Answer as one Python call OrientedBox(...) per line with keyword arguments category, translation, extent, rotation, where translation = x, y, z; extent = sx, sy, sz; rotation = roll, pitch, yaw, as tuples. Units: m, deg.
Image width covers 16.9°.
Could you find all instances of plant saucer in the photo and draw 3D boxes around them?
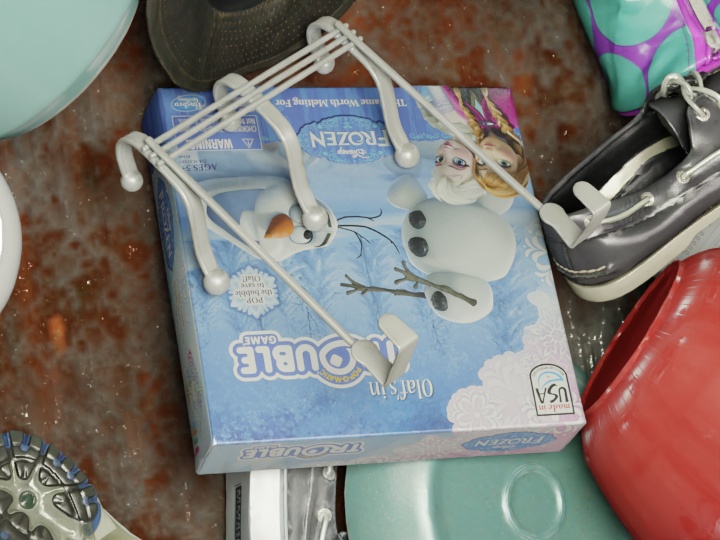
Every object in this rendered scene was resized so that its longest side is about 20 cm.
OrientedBox(category="plant saucer", translation=(0.083, 0.125, 1.283), extent=(0.199, 0.036, 0.201), rotation=(8, 76, -34))

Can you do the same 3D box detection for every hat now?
OrientedBox(category="hat", translation=(-0.060, -0.190, 1.202), extent=(0.081, 0.201, 0.201), rotation=(38, 72, 23))

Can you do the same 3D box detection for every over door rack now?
OrientedBox(category="over door rack", translation=(-0.003, -0.030, 1.183), extent=(0.200, 0.067, 0.148), rotation=(37, 55, 28))

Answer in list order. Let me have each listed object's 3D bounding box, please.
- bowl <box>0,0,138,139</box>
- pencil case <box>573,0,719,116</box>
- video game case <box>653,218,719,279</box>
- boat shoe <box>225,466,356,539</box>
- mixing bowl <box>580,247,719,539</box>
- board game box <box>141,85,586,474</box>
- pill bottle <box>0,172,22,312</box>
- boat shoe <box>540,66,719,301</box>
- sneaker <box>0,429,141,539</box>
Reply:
OrientedBox(category="bowl", translation=(-0.181, -0.139, 1.162), extent=(0.105, 0.200, 0.201), rotation=(42, 74, -34))
OrientedBox(category="pencil case", translation=(0.147, -0.191, 1.317), extent=(0.085, 0.092, 0.201), rotation=(-24, 97, -28))
OrientedBox(category="video game case", translation=(0.259, -0.038, 1.355), extent=(0.182, 0.023, 0.200), rotation=(44, 79, -31))
OrientedBox(category="boat shoe", translation=(-0.033, 0.150, 1.253), extent=(0.067, 0.072, 0.201), rotation=(2, 80, -18))
OrientedBox(category="mixing bowl", translation=(0.183, 0.063, 1.245), extent=(0.108, 0.200, 0.201), rotation=(33, 77, -3))
OrientedBox(category="board game box", translation=(0.000, 0.000, 1.244), extent=(0.199, 0.043, 0.200), rotation=(-2, 66, -20))
OrientedBox(category="pill bottle", translation=(-0.221, -0.011, 1.119), extent=(0.112, 0.200, 0.113), rotation=(1, 87, -20))
OrientedBox(category="boat shoe", translation=(0.175, -0.070, 1.257), extent=(0.200, 0.073, 0.063), rotation=(-42, 126, -5))
OrientedBox(category="sneaker", translation=(-0.131, 0.163, 1.208), extent=(0.200, 0.085, 0.077), rotation=(49, 59, -6))
